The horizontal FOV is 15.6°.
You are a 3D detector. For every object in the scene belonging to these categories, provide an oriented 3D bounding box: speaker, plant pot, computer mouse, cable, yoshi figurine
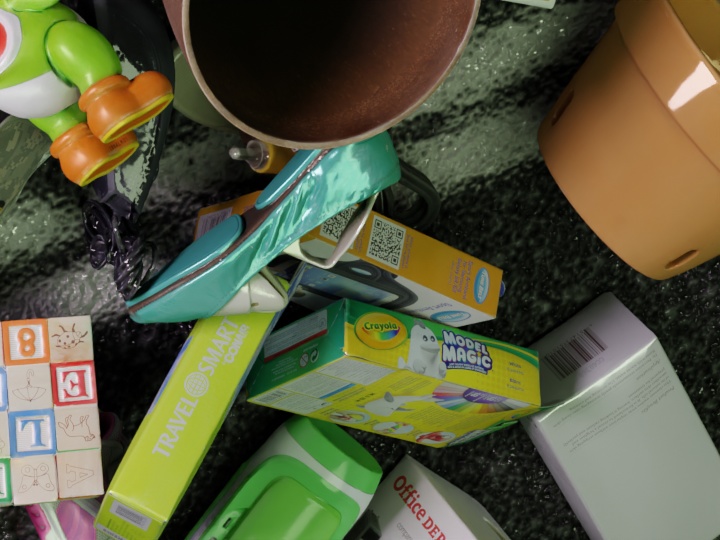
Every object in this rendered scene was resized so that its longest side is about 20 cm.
[{"bbox_3d":[-0.073,0.197,1.845,0.088,0.088,0.200,33,99,-34],"label":"speaker"},{"bbox_3d":[-0.052,-0.197,1.576,0.186,0.200,0.188,-11,119,-21],"label":"plant pot"},{"bbox_3d":[0.215,-0.088,1.780,0.140,0.201,0.200,-41,127,20],"label":"plant pot"},{"bbox_3d":[-0.143,-0.092,1.644,0.052,0.139,0.201,-6,107,-14],"label":"computer mouse"},{"bbox_3d":[0.001,-0.081,1.712,0.097,0.050,0.200,-44,151,16],"label":"cable"},{"bbox_3d":[-0.192,-0.156,1.560,0.112,0.112,0.200,-42,85,0],"label":"yoshi figurine"}]

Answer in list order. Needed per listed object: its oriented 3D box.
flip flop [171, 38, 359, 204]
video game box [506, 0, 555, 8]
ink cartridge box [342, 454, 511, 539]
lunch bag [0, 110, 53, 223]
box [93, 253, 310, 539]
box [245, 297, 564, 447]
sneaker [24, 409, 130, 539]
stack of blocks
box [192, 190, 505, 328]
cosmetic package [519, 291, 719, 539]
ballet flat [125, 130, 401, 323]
[{"bbox_3d":[-0.048,-0.099,1.716,0.200,0.058,0.081,36,97,-35],"label":"flip flop"},{"bbox_3d":[0.071,-0.278,1.688,0.181,0.047,0.201,5,113,-30],"label":"video game box"},{"bbox_3d":[0.021,0.253,1.881,0.083,0.147,0.200,38,95,-33],"label":"ink cartridge box"},{"bbox_3d":[-0.288,-0.066,1.588,0.200,0.118,0.164,30,100,-41],"label":"lunch bag"},{"bbox_3d":[-0.104,0.079,1.702,0.047,0.122,0.201,28,71,-1],"label":"box"},{"bbox_3d":[0.034,0.075,1.809,0.199,0.049,0.117,18,151,-35],"label":"box"},{"bbox_3d":[-0.187,0.142,1.764,0.088,0.081,0.200,-32,125,-5],"label":"sneaker"},{"bbox_3d":[-0.267,0.095,1.661,0.199,0.059,0.116,-3,84,-11],"label":"stack of blocks"},{"bbox_3d":[0.000,0.000,1.757,0.199,0.119,0.042,26,66,-32],"label":"box"},{"bbox_3d":[0.195,0.129,1.940,0.113,0.081,0.200,-33,126,-6],"label":"cosmetic package"},{"bbox_3d":[-0.054,-0.016,1.625,0.200,0.067,0.070,-41,102,8],"label":"ballet flat"}]
